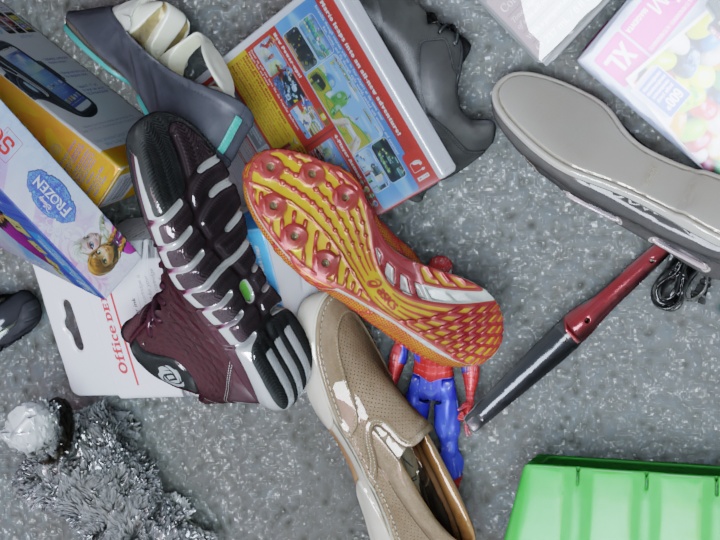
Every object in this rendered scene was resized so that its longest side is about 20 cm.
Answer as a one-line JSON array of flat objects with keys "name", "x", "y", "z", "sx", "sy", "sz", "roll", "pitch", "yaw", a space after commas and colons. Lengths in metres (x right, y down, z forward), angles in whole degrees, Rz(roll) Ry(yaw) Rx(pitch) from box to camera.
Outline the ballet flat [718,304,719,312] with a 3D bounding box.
[{"name": "ballet flat", "x": 0.306, "y": 0.089, "z": 0.876, "sx": 0.069, "sy": 0.069, "sz": 0.201, "roll": -29, "pitch": 92, "yaw": 17}]

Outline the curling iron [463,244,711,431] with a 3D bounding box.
[{"name": "curling iron", "x": 0.150, "y": 0.043, "z": 0.895, "sx": 0.199, "sy": 0.026, "sz": 0.050, "roll": -35, "pitch": 63, "yaw": 4}]

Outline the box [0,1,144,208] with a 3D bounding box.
[{"name": "box", "x": -0.225, "y": -0.123, "z": 0.924, "sx": 0.199, "sy": 0.119, "sz": 0.042, "roll": 37, "pitch": 107, "yaw": 4}]

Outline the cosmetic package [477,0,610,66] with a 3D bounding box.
[{"name": "cosmetic package", "x": 0.084, "y": -0.239, "z": 0.844, "sx": 0.200, "sy": 0.090, "sz": 0.107, "roll": 43, "pitch": 110, "yaw": -2}]

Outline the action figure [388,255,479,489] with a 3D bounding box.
[{"name": "action figure", "x": 0.050, "y": 0.089, "z": 0.943, "sx": 0.065, "sy": 0.052, "sz": 0.202, "roll": 6, "pitch": 101, "yaw": 17}]

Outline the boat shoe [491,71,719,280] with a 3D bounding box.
[{"name": "boat shoe", "x": 0.166, "y": -0.056, "z": 0.869, "sx": 0.199, "sy": 0.067, "sz": 0.057, "roll": 32, "pitch": 150, "yaw": 16}]

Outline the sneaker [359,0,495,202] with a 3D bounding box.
[{"name": "sneaker", "x": 0.022, "y": -0.150, "z": 0.893, "sx": 0.090, "sy": 0.076, "sz": 0.201, "roll": -27, "pitch": 100, "yaw": 6}]

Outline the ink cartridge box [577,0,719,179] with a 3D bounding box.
[{"name": "ink cartridge box", "x": 0.250, "y": -0.116, "z": 0.856, "sx": 0.200, "sy": 0.042, "sz": 0.120, "roll": 40, "pitch": 108, "yaw": 1}]

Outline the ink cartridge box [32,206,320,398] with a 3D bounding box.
[{"name": "ink cartridge box", "x": -0.120, "y": 0.022, "z": 0.936, "sx": 0.198, "sy": 0.067, "sz": 0.117, "roll": -3, "pitch": 109, "yaw": 29}]

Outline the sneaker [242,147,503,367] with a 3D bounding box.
[{"name": "sneaker", "x": 0.000, "y": 0.000, "z": 0.862, "sx": 0.200, "sy": 0.077, "sz": 0.073, "roll": 41, "pitch": 72, "yaw": -12}]

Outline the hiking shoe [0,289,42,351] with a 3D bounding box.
[{"name": "hiking shoe", "x": -0.334, "y": 0.027, "z": 1.004, "sx": 0.198, "sy": 0.076, "sz": 0.102, "roll": -11, "pitch": 102, "yaw": 16}]

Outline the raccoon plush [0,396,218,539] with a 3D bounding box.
[{"name": "raccoon plush", "x": -0.182, "y": 0.171, "z": 0.946, "sx": 0.097, "sy": 0.200, "sz": 0.134, "roll": -45, "pitch": 76, "yaw": 4}]

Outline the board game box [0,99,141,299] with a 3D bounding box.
[{"name": "board game box", "x": -0.260, "y": -0.080, "z": 0.872, "sx": 0.041, "sy": 0.199, "sz": 0.200, "roll": -51, "pitch": 130, "yaw": -17}]

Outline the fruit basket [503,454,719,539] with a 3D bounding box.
[{"name": "fruit basket", "x": 0.183, "y": 0.228, "z": 0.881, "sx": 0.213, "sy": 0.155, "sz": 0.218, "roll": -1, "pitch": 87, "yaw": 13}]

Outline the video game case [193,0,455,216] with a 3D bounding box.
[{"name": "video game case", "x": -0.042, "y": -0.088, "z": 0.894, "sx": 0.199, "sy": 0.017, "sz": 0.144, "roll": -28, "pitch": 95, "yaw": 46}]

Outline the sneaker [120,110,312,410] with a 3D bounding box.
[{"name": "sneaker", "x": -0.119, "y": 0.006, "z": 0.839, "sx": 0.115, "sy": 0.076, "sz": 0.202, "roll": -12, "pitch": 111, "yaw": 35}]

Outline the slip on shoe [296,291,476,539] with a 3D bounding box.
[{"name": "slip on shoe", "x": 0.019, "y": 0.105, "z": 0.889, "sx": 0.060, "sy": 0.076, "sz": 0.202, "roll": -14, "pitch": 97, "yaw": 33}]

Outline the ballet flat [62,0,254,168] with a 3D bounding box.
[{"name": "ballet flat", "x": -0.130, "y": -0.136, "z": 0.895, "sx": 0.200, "sy": 0.073, "sz": 0.073, "roll": 48, "pitch": 112, "yaw": 39}]
